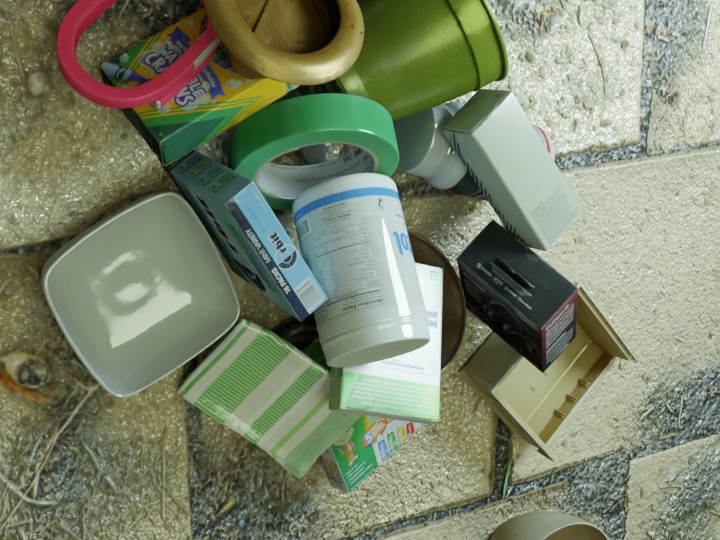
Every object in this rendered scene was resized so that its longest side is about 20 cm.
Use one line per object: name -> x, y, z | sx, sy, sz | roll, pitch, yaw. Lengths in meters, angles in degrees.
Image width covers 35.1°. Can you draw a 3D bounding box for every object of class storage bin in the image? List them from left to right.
storage bin -> 0.279, 0.144, 1.673 | 0.200, 0.093, 0.199 | -49, 122, -10

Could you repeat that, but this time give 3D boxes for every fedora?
fedora -> -0.091, -0.264, 1.217 | 0.199, 0.082, 0.203 | 16, 56, -24

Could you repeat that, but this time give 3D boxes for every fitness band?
fitness band -> -0.234, -0.256, 1.229 | 0.143, 0.037, 0.200 | 38, 67, 7

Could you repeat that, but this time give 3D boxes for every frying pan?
frying pan -> -0.051, 0.133, 1.514 | 0.189, 0.031, 0.116 | 30, 88, -31

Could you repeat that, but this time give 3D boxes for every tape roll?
tape roll -> -0.055, -0.134, 1.326 | 0.198, 0.200, 0.049 | 2, 66, -31

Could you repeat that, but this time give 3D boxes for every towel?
towel -> -0.109, 0.159, 1.416 | 0.199, 0.023, 0.153 | 37, 114, -15

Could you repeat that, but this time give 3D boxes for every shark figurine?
shark figurine -> -0.110, -0.196, 1.344 | 0.213, 0.089, 0.130 | 11, 98, -35

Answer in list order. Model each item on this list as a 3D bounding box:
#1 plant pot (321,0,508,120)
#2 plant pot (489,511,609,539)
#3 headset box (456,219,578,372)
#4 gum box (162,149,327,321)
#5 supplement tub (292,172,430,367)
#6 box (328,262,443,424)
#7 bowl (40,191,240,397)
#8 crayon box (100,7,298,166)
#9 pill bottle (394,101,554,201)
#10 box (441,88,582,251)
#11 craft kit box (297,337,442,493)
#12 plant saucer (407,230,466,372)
plant pot -> 0.044, -0.266, 1.365 | 0.192, 0.200, 0.202 | -33, 119, -5
plant pot -> 0.266, 0.449, 1.732 | 0.198, 0.134, 0.203 | -9, 109, -29
headset box -> 0.208, 0.033, 1.503 | 0.077, 0.149, 0.200 | -46, 158, -9
gum box -> -0.135, -0.046, 1.304 | 0.044, 0.200, 0.171 | -39, 120, -13
supplement tub -> 0.000, 0.000, 1.332 | 0.131, 0.132, 0.202 | -7, 76, -29
box -> 0.034, 0.083, 1.423 | 0.143, 0.036, 0.203 | 12, 70, -27
bowl -> -0.261, 0.021, 1.325 | 0.199, 0.074, 0.201 | -35, 120, -18
crayon box -> -0.172, -0.221, 1.274 | 0.199, 0.126, 0.052 | -34, 159, -19
pill bottle -> 0.146, -0.155, 1.492 | 0.198, 0.114, 0.115 | 11, 99, -32
box -> 0.191, -0.124, 1.418 | 0.082, 0.068, 0.201 | -45, 119, -16
craft kit box -> 0.007, 0.156, 1.517 | 0.200, 0.048, 0.199 | -39, 118, -32
plant saucer -> 0.048, 0.048, 1.481 | 0.198, 0.037, 0.203 | 8, 74, -28
